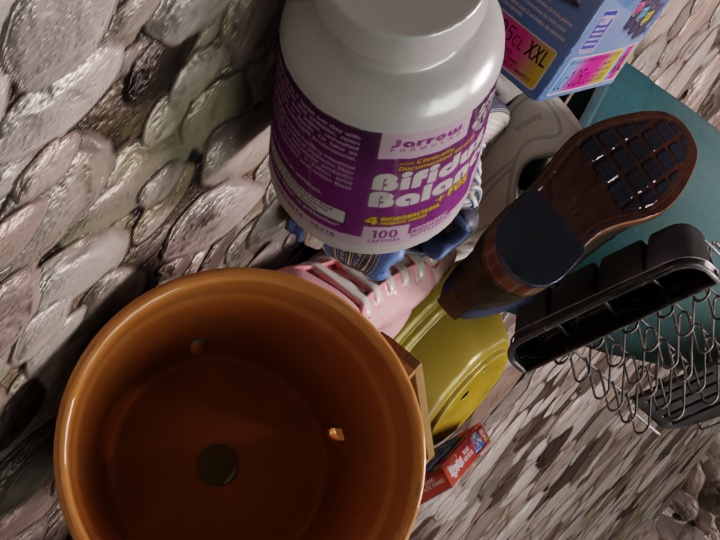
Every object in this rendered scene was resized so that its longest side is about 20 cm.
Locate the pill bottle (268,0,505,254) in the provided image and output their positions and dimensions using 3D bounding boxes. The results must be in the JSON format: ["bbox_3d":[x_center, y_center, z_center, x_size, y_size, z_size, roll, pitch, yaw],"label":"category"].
[{"bbox_3d":[0.013,-0.098,1.229,0.112,0.112,0.200,-44,164,-22],"label":"pill bottle"}]

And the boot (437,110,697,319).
[{"bbox_3d":[0.129,-0.036,1.567,0.200,0.075,0.097,-33,178,-37],"label":"boot"}]

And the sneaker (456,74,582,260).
[{"bbox_3d":[0.074,-0.042,1.617,0.075,0.081,0.200,-30,157,-57],"label":"sneaker"}]

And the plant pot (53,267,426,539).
[{"bbox_3d":[-0.073,0.107,1.364,0.200,0.200,0.140,-47,-179,-12],"label":"plant pot"}]

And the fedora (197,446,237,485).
[{"bbox_3d":[-0.078,0.139,1.612,0.201,0.082,0.201,-45,162,-19],"label":"fedora"}]

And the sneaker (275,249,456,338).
[{"bbox_3d":[0.000,0.000,1.516,0.105,0.075,0.200,-53,168,5],"label":"sneaker"}]

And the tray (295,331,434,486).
[{"bbox_3d":[-0.002,0.115,1.549,0.099,0.037,0.200,-48,164,-13],"label":"tray"}]

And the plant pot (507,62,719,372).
[{"bbox_3d":[0.204,-0.022,1.723,0.200,0.188,0.200,-59,-178,3],"label":"plant pot"}]

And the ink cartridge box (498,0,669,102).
[{"bbox_3d":[0.156,-0.206,1.463,0.200,0.076,0.136,-58,164,23],"label":"ink cartridge box"}]

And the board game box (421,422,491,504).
[{"bbox_3d":[0.033,0.154,1.747,0.103,0.019,0.200,-31,179,11],"label":"board game box"}]

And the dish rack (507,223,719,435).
[{"bbox_3d":[0.210,0.053,1.628,0.153,0.055,0.200,-26,134,30],"label":"dish rack"}]

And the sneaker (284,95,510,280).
[{"bbox_3d":[0.040,-0.047,1.489,0.200,0.085,0.077,-36,160,-45],"label":"sneaker"}]

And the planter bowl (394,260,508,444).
[{"bbox_3d":[0.051,0.071,1.819,0.200,0.083,0.200,-46,166,-15],"label":"planter bowl"}]
